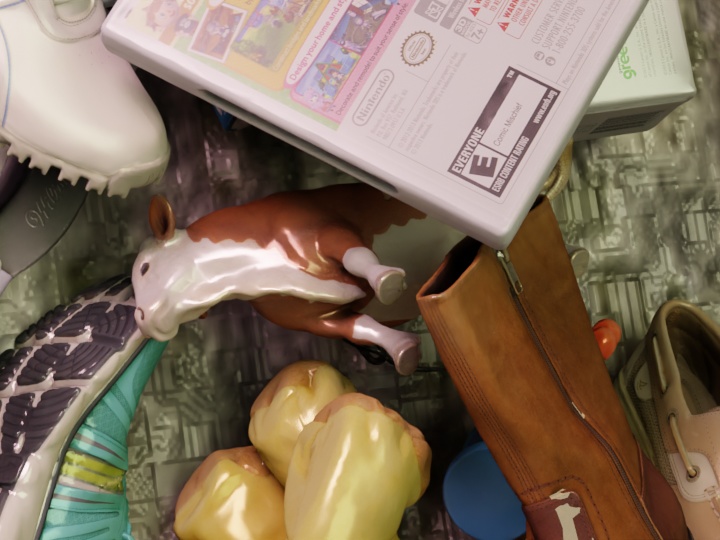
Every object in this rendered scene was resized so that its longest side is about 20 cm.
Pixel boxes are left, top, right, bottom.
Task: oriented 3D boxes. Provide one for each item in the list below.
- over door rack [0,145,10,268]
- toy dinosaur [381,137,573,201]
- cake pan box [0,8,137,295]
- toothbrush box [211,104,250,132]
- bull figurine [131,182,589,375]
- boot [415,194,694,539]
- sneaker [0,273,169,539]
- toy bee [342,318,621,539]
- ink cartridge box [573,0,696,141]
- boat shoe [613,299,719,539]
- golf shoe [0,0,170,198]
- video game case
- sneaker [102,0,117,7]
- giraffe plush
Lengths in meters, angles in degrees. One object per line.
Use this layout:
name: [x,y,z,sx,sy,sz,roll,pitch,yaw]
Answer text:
over door rack: [-0.225,0.001,0.894,0.148,0.067,0.200,24,71,-18]
toy dinosaur: [0.064,-0.082,0.954,0.200,0.058,0.101,-29,137,-8]
cake pan box: [-0.212,-0.073,0.980,0.200,0.052,0.184,35,69,-15]
toothbrush box: [-0.032,-0.184,0.995,0.146,0.085,0.200,-24,84,-12]
bull figurine: [0.000,0.000,0.979,0.200,0.121,0.065,-12,119,-41]
boot: [0.074,0.091,0.889,0.188,0.068,0.200,-47,121,-49]
sneaker: [-0.131,0.091,0.982,0.080,0.077,0.200,40,66,-36]
toy bee: [0.085,0.078,1.041,0.200,0.109,0.131,49,20,-23]
ink cartridge box: [0.049,-0.159,1.089,0.175,0.084,0.200,-8,83,-11]
boat shoe: [0.172,0.088,1.047,0.071,0.200,0.065,3,122,-25]
golf shoe: [-0.138,-0.121,0.916,0.200,0.097,0.078,48,34,2]
video game case: [0.024,-0.130,0.912,0.182,0.022,0.200,28,71,10]
sneaker: [-0.151,-0.197,0.996,0.200,0.073,0.071,52,25,11]
giraffe plush: [0.013,0.156,0.963,0.162,0.200,0.173,31,106,-24]
